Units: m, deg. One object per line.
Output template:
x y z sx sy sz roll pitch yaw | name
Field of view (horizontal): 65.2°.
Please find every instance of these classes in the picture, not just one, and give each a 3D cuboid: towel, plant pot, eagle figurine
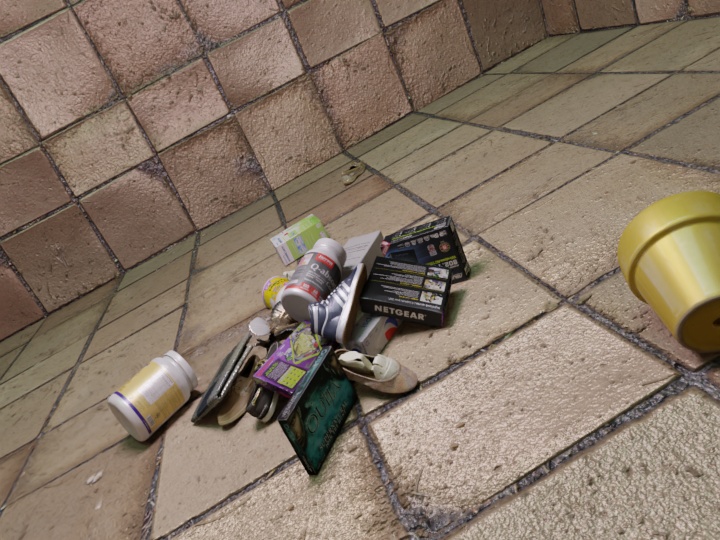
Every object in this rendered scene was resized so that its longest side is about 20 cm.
-0.341 0.270 1.405 0.192 0.034 0.203 -44 18 44 | towel
0.531 0.014 0.885 0.195 0.203 0.193 -18 40 20 | plant pot
-0.175 0.144 1.459 0.199 0.153 0.151 -40 -7 10 | eagle figurine

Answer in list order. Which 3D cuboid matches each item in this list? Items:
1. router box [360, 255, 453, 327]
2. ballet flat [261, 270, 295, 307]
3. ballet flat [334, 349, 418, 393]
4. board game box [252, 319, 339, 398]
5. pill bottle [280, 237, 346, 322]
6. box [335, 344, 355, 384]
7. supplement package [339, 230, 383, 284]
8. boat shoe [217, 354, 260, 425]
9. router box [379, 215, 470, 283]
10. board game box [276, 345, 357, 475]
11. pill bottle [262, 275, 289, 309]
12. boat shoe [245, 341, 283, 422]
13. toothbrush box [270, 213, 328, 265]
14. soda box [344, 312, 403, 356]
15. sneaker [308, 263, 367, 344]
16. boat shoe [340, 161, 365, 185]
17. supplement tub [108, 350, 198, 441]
0.110 0.046 1.323 0.193 0.052 0.151 10 44 15 | router box
-0.248 0.042 1.853 0.067 0.064 0.200 -2 34 45 | ballet flat
0.022 0.201 1.149 0.193 0.069 0.069 4 44 27 | ballet flat
-0.139 0.198 1.281 0.117 0.033 0.200 17 44 27 | board game box
-0.112 0.022 1.411 0.113 0.117 0.203 -9 40 36 | pill bottle
-0.102 0.234 1.305 0.157 0.044 0.200 -32 23 -7 | box
0.000 0.000 1.581 0.117 0.124 0.201 -12 26 32 | supplement package
-0.296 0.290 1.380 0.070 0.066 0.201 -12 27 32 | boat shoe
0.164 -0.033 1.428 0.194 0.153 0.063 -16 24 27 | router box
-0.078 0.266 1.091 0.027 0.138 0.201 -10 28 31 | board game box
-0.217 0.084 1.674 0.103 0.107 0.198 -34 24 -19 | pill bottle
-0.218 0.246 1.308 0.071 0.060 0.206 -40 30 38 | boat shoe
-0.234 -0.120 2.150 0.196 0.088 0.145 -32 23 -8 | toothbrush box
0.043 0.128 1.338 0.067 0.065 0.200 -3 33 40 | soda box
-0.054 0.067 1.304 0.105 0.071 0.205 7 59 20 | sneaker
-0.034 -0.483 2.718 0.071 0.064 0.201 -13 26 31 | boat shoe
-0.540 0.325 1.478 0.143 0.149 0.200 -2 33 46 | supplement tub
